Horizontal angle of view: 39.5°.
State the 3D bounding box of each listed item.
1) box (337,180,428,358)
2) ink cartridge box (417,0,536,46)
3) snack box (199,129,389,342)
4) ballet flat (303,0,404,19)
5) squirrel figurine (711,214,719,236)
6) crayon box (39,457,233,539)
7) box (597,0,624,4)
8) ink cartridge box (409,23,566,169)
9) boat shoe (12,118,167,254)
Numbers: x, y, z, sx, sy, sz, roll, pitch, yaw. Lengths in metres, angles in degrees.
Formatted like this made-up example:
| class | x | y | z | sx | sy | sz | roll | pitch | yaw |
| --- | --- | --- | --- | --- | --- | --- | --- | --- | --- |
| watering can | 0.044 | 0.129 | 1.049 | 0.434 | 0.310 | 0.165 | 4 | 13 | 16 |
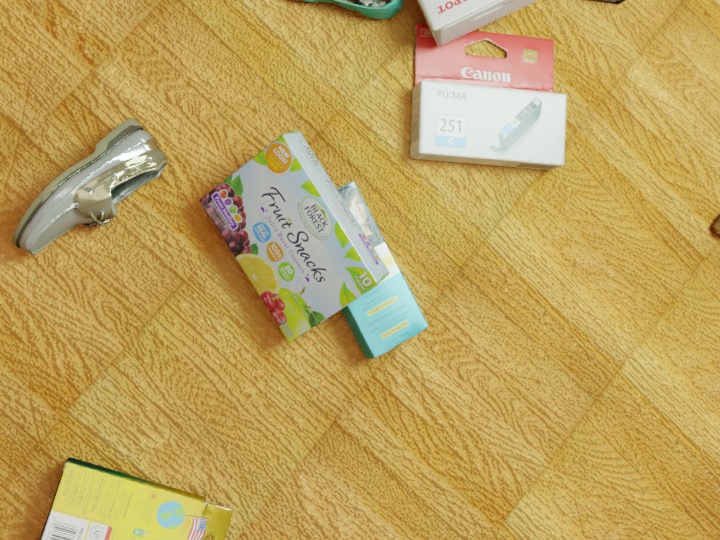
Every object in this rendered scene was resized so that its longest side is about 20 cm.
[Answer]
| class | x | y | z | sx | sy | sz | roll | pitch | yaw |
| --- | --- | --- | --- | --- | --- | --- | --- | --- | --- |
| box | 0.000 | 0.000 | 1.228 | 0.082 | 0.049 | 0.202 | -28 | 92 | -14 |
| ink cartridge box | 0.119 | -0.404 | 1.246 | 0.145 | 0.084 | 0.202 | -23 | 85 | 6 |
| snack box | -0.077 | -0.039 | 1.173 | 0.142 | 0.053 | 0.201 | -33 | 90 | 24 |
| ballet flat | -0.037 | -0.365 | 1.242 | 0.198 | 0.070 | 0.068 | 12 | 83 | -11 |
| squirrel figurine | 0.600 | -0.078 | 1.300 | 0.200 | 0.187 | 0.142 | -44 | 95 | -13 |
| crayon box | -0.258 | 0.304 | 1.142 | 0.198 | 0.051 | 0.128 | 19 | 81 | -10 |
| box | 0.268 | -0.448 | 1.330 | 0.197 | 0.048 | 0.161 | 5 | 84 | -13 |
| ink cartridge box | 0.166 | -0.226 | 1.289 | 0.197 | 0.045 | 0.179 | 3 | 85 | -13 |
| boat shoe | -0.309 | -0.086 | 1.153 | 0.068 | 0.075 | 0.200 | 43 | 77 | 0 |
